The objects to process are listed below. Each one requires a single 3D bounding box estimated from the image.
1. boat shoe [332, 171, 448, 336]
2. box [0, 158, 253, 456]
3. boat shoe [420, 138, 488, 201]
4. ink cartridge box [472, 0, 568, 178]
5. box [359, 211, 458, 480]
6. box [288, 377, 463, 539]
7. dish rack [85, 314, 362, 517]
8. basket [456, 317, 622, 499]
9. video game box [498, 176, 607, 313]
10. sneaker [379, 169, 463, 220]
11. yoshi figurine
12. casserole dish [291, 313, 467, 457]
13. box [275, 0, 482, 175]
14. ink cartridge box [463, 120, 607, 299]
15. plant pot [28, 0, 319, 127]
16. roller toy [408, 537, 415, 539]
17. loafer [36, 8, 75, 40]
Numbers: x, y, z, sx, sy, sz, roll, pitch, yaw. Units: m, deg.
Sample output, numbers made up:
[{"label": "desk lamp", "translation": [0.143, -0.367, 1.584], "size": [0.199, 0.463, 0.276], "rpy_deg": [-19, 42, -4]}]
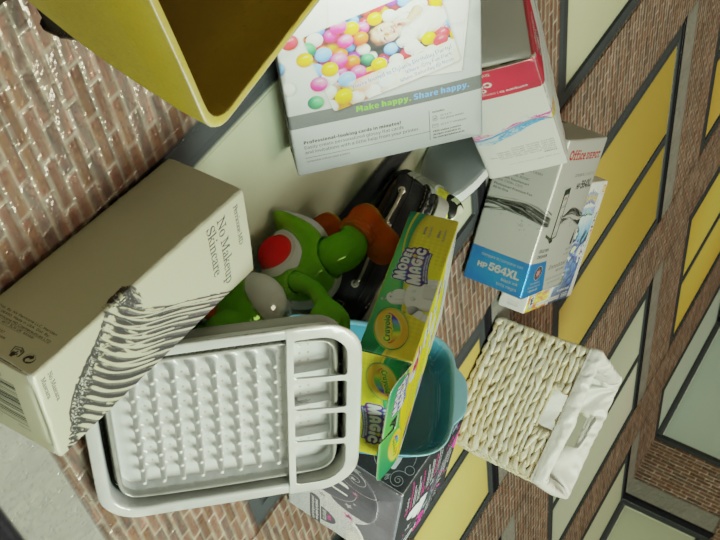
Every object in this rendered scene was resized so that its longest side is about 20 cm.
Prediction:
[{"label": "boat shoe", "translation": [0.000, 0.000, 1.042], "size": [0.200, 0.060, 0.074], "rpy_deg": [-52, -163, 9]}, {"label": "box", "translation": [-0.158, 0.018, 0.735], "size": [0.200, 0.068, 0.082], "rpy_deg": [-47, 149, -35]}, {"label": "boat shoe", "translation": [0.130, -0.135, 1.175], "size": [0.200, 0.073, 0.065], "rpy_deg": [-55, 148, -22]}, {"label": "ink cartridge box", "translation": [0.130, -0.195, 1.042], "size": [0.200, 0.085, 0.148], "rpy_deg": [55, 27, -62]}, {"label": "box", "translation": [0.032, 0.059, 0.906], "size": [0.200, 0.048, 0.118], "rpy_deg": [-70, 170, -48]}, {"label": "box", "translation": [0.008, 0.180, 1.092], "size": [0.115, 0.132, 0.200], "rpy_deg": [-51, 163, -29]}, {"label": "dish rack", "translation": [-0.101, 0.102, 0.835], "size": [0.200, 0.044, 0.172], "rpy_deg": [-8, 130, -11]}, {"label": "basket", "translation": [0.245, 0.192, 1.573], "size": [0.198, 0.161, 0.200], "rpy_deg": [-64, 154, -7]}, {"label": "video game box", "translation": [0.270, -0.042, 1.566], "size": [0.200, 0.047, 0.183], "rpy_deg": [-13, 120, -60]}, {"label": "sneaker", "translation": [0.042, 0.005, 1.113], "size": [0.075, 0.076, 0.200], "rpy_deg": [-26, 134, -57]}, {"label": "yoshi figurine", "translation": [-0.050, 0.032, 0.922], "size": [0.200, 0.112, 0.113], "rpy_deg": [-40, 150, -40]}, {"label": "casserole dish", "translation": [-0.007, 0.105, 0.987], "size": [0.039, 0.200, 0.121], "rpy_deg": [107, -11, -61]}, {"label": "box", "translation": [0.012, -0.171, 0.841], "size": [0.156, 0.041, 0.200], "rpy_deg": [-13, 136, -6]}, {"label": "ink cartridge box", "translation": [0.214, -0.080, 1.374], "size": [0.146, 0.084, 0.200], "rpy_deg": [-15, 125, -59]}, {"label": "plant pot", "translation": [-0.107, -0.221, 0.510], "size": [0.200, 0.176, 0.200], "rpy_deg": [-56, 152, -22]}, {"label": "roller toy", "translation": [0.041, 0.405, 1.324], "size": [0.140, 0.200, 0.182], "rpy_deg": [-45, -178, -39]}, {"label": "loafer", "translation": [-0.113, -0.152, 0.675], "size": [0.200, 0.073, 0.071], "rpy_deg": [-25, 132, -55]}]
